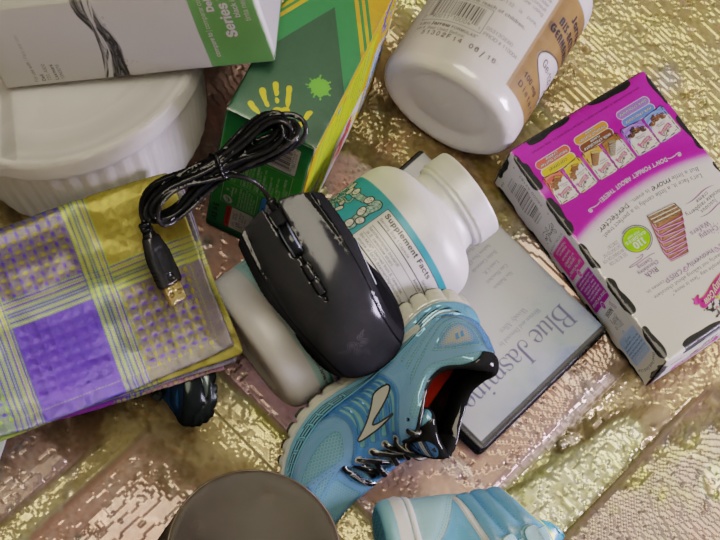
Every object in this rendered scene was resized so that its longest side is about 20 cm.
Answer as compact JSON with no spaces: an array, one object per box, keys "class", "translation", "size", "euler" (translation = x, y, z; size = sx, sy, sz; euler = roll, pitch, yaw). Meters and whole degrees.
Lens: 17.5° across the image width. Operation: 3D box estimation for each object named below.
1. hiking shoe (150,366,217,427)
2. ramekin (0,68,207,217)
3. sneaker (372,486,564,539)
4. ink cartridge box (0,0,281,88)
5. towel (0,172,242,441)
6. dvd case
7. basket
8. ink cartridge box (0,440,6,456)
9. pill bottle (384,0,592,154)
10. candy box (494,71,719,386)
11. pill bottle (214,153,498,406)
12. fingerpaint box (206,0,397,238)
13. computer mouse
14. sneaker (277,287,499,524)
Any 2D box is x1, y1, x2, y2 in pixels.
[{"class":"hiking shoe","translation":[-0.180,0.040,1.666],"size":[0.087,0.074,0.200],"euler":[-28,69,-28]},{"class":"ramekin","translation":[-0.202,-0.124,1.665],"size":[0.202,0.094,0.203],"euler":[-6,53,8]},{"class":"sneaker","translation":[0.095,0.241,1.633],"size":[0.130,0.080,0.201],"euler":[-13,72,-13]},{"class":"ink cartridge box","translation":[-0.156,-0.212,1.604],"size":[0.199,0.084,0.146],"euler":[-5,53,11]},{"class":"towel","translation":[-0.193,0.026,1.596],"size":[0.199,0.023,0.144],"euler":[-18,96,-13]},{"class":"dvd case","translation":[0.066,0.022,1.747],"size":[0.200,0.018,0.143],"euler":[44,68,9]},{"class":"basket","translation":[-0.083,0.214,1.548],"size":[0.180,0.200,0.136],"euler":[-23,74,-16]},{"class":"ink cartridge box","translation":[-0.308,0.062,1.656],"size":[0.145,0.048,0.200],"euler":[15,45,-4]},{"class":"pill bottle","translation":[0.113,-0.198,1.789],"size":[0.114,0.114,0.200],"euler":[31,67,4]},{"class":"candy box","translation":[0.216,-0.033,1.770],"size":[0.136,0.061,0.200],"euler":[-31,76,-19]},{"class":"pill bottle","translation":[0.000,0.000,1.673],"size":[0.200,0.111,0.111],"euler":[-35,78,-10]},{"class":"fingerpaint box","translation":[-0.042,-0.127,1.689],"size":[0.073,0.200,0.167],"euler":[25,68,2]},{"class":"computer mouse","translation":[-0.062,0.005,1.568],"size":[0.140,0.046,0.200],"euler":[-26,108,3]},{"class":"sneaker","translation":[0.020,0.109,1.628],"size":[0.200,0.078,0.090],"euler":[-52,51,11]}]
